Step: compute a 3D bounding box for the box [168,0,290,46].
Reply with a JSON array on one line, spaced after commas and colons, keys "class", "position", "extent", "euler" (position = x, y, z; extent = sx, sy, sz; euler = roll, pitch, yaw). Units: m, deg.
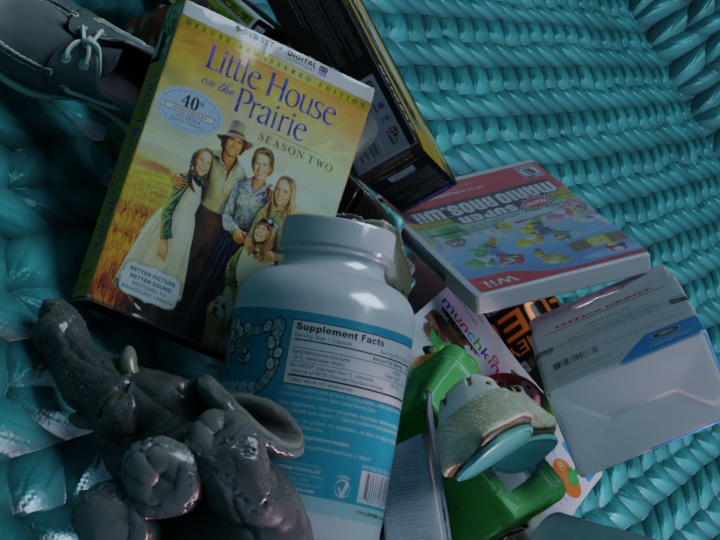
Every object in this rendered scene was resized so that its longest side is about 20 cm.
[{"class": "box", "position": [-0.099, -0.191, 1.717], "extent": [0.110, 0.035, 0.200], "euler": [42, 5, 12]}]

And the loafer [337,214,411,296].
[{"class": "loafer", "position": [0.000, 0.000, 1.548], "extent": [0.075, 0.070, 0.200], "euler": [11, -4, -12]}]

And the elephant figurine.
[{"class": "elephant figurine", "position": [-0.098, 0.105, 1.283], "extent": [0.200, 0.141, 0.156], "euler": [-114, -168, -67]}]

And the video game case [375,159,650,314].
[{"class": "video game case", "position": [0.110, -0.029, 1.747], "extent": [0.200, 0.143, 0.018], "euler": [-134, -145, -57]}]

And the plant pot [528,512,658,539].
[{"class": "plant pot", "position": [0.192, 0.274, 1.539], "extent": [0.200, 0.160, 0.201], "euler": [8, 90, -68]}]

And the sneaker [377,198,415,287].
[{"class": "sneaker", "position": [0.000, 0.022, 1.682], "extent": [0.078, 0.091, 0.200], "euler": [40, 29, -41]}]

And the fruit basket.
[{"class": "fruit basket", "position": [0.093, 0.106, 1.630], "extent": [0.185, 0.094, 0.200], "euler": [53, 35, 0]}]

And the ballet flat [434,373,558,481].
[{"class": "ballet flat", "position": [0.076, 0.096, 1.452], "extent": [0.062, 0.067, 0.200], "euler": [53, 6, 13]}]

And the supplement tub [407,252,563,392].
[{"class": "supplement tub", "position": [0.111, 0.064, 1.823], "extent": [0.200, 0.122, 0.122], "euler": [53, 18, 9]}]

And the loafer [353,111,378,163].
[{"class": "loafer", "position": [-0.061, -0.072, 1.535], "extent": [0.200, 0.075, 0.070], "euler": [-52, 124, -47]}]

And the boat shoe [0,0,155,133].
[{"class": "boat shoe", "position": [-0.165, -0.136, 1.471], "extent": [0.200, 0.062, 0.073], "euler": [29, 61, -14]}]

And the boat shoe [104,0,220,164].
[{"class": "boat shoe", "position": [-0.131, -0.088, 1.563], "extent": [0.076, 0.074, 0.201], "euler": [44, 42, -59]}]

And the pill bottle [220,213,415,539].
[{"class": "pill bottle", "position": [-0.029, 0.071, 1.383], "extent": [0.111, 0.110, 0.201], "euler": [25, 73, -58]}]

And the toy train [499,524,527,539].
[{"class": "toy train", "position": [0.131, 0.215, 1.741], "extent": [0.200, 0.087, 0.114], "euler": [56, 10, 0]}]

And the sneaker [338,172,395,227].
[{"class": "sneaker", "position": [-0.058, -0.081, 1.674], "extent": [0.200, 0.076, 0.115], "euler": [31, 21, -10]}]

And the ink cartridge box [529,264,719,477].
[{"class": "ink cartridge box", "position": [0.186, 0.066, 1.615], "extent": [0.200, 0.116, 0.067], "euler": [-87, 154, -77]}]

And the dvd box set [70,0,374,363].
[{"class": "dvd box set", "position": [-0.083, -0.049, 1.440], "extent": [0.146, 0.029, 0.201], "euler": [24, 75, -25]}]

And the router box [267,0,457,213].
[{"class": "router box", "position": [-0.007, -0.151, 1.714], "extent": [0.200, 0.052, 0.157], "euler": [63, 8, 13]}]

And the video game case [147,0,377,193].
[{"class": "video game case", "position": [-0.072, -0.142, 1.800], "extent": [0.200, 0.019, 0.143], "euler": [37, 5, -48]}]

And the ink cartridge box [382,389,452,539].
[{"class": "ink cartridge box", "position": [0.042, 0.212, 1.452], "extent": [0.200, 0.040, 0.200], "euler": [-94, 176, -53]}]
